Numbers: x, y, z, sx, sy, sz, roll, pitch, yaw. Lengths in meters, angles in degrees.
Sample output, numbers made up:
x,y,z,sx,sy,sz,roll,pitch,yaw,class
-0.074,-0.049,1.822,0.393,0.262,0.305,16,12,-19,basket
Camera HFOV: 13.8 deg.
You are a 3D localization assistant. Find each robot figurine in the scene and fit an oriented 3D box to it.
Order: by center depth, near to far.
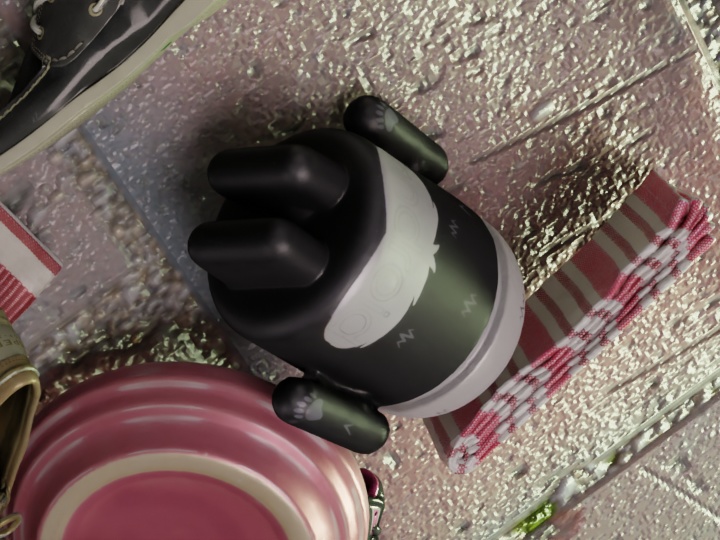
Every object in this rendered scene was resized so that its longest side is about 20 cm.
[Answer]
x,y,z,sx,sy,sz,roll,pitch,yaw,class
-0.002,0.001,1.577,0.150,0.125,0.200,-49,135,10,robot figurine

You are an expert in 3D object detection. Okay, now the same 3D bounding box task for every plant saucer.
x,y,z,sx,sy,sz,roll,pitch,yaw,class
-0.096,0.142,1.607,0.200,0.051,0.201,1,125,2,plant saucer

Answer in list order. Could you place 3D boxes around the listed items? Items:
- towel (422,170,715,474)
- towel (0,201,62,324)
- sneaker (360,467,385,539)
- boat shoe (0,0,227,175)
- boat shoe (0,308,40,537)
x,y,z,sx,sy,sz,roll,pitch,yaw,class
0.109,0.025,1.656,0.200,0.146,0.030,-44,100,2,towel
-0.264,0.023,1.507,0.200,0.023,0.144,-43,130,-1,towel
-0.017,0.156,1.702,0.086,0.080,0.200,-34,132,-8,sneaker
-0.131,-0.119,1.470,0.200,0.072,0.068,-42,93,7,boat shoe
-0.209,0.103,1.541,0.073,0.063,0.200,-23,146,-33,boat shoe
